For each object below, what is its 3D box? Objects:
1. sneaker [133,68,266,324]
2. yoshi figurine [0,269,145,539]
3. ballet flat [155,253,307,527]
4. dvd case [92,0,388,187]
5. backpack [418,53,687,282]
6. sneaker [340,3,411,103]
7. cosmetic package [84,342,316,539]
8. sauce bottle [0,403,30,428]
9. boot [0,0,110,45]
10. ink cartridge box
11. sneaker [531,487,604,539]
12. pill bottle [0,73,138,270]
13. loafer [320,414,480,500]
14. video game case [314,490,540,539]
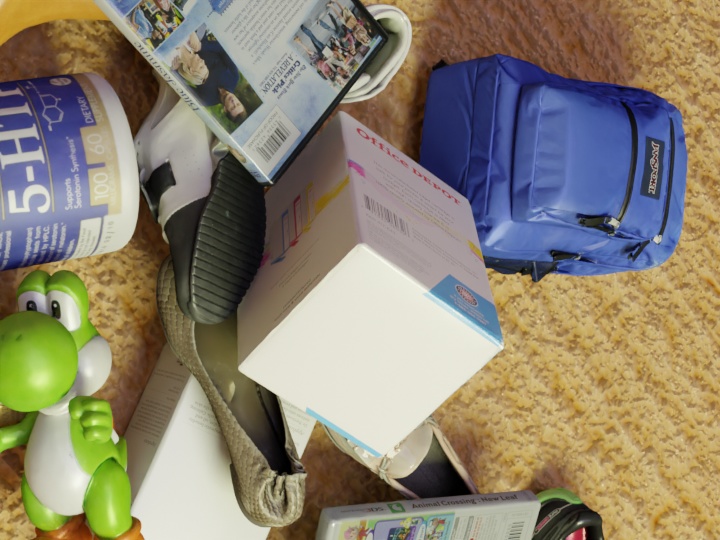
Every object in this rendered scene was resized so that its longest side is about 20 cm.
[{"bbox_3d":[-0.115,-0.056,1.059,0.074,0.088,0.201,36,52,-55],"label":"sneaker"},{"bbox_3d":[-0.197,0.103,0.991,0.112,0.112,0.201,-11,103,-19],"label":"yoshi figurine"},{"bbox_3d":[-0.082,0.075,1.053,0.067,0.046,0.201,-13,79,-36],"label":"ballet flat"},{"bbox_3d":[-0.082,-0.174,1.015,0.200,0.018,0.143,48,65,-24],"label":"dvd case"},{"bbox_3d":[0.163,-0.069,1.205,0.199,0.167,0.164,9,89,-34],"label":"backpack"},{"bbox_3d":[-0.056,-0.134,1.116,0.200,0.115,0.074,-37,110,-19],"label":"sneaker"},{"bbox_3d":[-0.123,0.164,1.113,0.107,0.085,0.201,29,80,-24],"label":"cosmetic package"},{"bbox_3d":[-0.289,0.085,1.034,0.199,0.066,0.066,-1,93,-28],"label":"sauce bottle"},{"bbox_3d":[-0.164,-0.178,1.008,0.144,0.071,0.202,33,82,-25],"label":"boot"},{"bbox_3d":[0.000,0.000,1.083,0.128,0.200,0.125,34,115,-24],"label":"ink cartridge box"},{"bbox_3d":[0.169,0.280,1.271,0.076,0.084,0.201,-9,97,-26],"label":"sneaker"},{"bbox_3d":[-0.255,-0.056,1.005,0.199,0.120,0.120,-12,98,-27],"label":"pill bottle"},{"bbox_3d":[0.040,0.136,1.174,0.072,0.063,0.200,-47,133,-6],"label":"loafer"},{"bbox_3d":[0.035,0.261,1.194,0.181,0.022,0.201,-1,117,-28],"label":"video game case"}]
